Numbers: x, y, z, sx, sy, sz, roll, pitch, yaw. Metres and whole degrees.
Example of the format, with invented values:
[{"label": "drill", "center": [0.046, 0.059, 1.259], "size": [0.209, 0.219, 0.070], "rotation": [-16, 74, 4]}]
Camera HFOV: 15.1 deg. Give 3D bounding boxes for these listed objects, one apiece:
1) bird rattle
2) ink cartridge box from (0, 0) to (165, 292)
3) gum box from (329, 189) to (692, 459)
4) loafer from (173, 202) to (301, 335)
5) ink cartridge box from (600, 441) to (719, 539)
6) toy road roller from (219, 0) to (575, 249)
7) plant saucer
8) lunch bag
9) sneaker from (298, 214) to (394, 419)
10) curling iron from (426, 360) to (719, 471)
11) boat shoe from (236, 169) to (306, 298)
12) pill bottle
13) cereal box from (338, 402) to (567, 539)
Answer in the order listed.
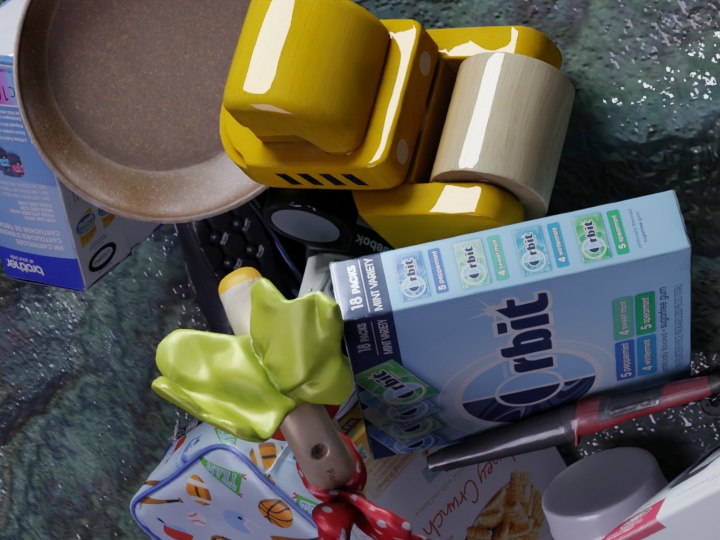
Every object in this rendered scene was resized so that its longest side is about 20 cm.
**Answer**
[{"label": "bird rattle", "center": [-0.027, 0.079, 1.551], "size": [0.112, 0.163, 0.200], "rotation": [-33, 123, 7]}, {"label": "ink cartridge box", "center": [-0.178, -0.081, 1.745], "size": [0.076, 0.136, 0.201], "rotation": [9, 126, 35]}, {"label": "gum box", "center": [0.091, 0.034, 1.577], "size": [0.199, 0.045, 0.170], "rotation": [-13, 149, 0]}, {"label": "loafer", "center": [-0.075, 0.012, 1.799], "size": [0.070, 0.068, 0.201], "rotation": [53, 167, 54]}, {"label": "ink cartridge box", "center": [0.240, 0.130, 1.546], "size": [0.084, 0.200, 0.145], "rotation": [56, 136, 1]}, {"label": "toy road roller", "center": [0.009, -0.094, 1.564], "size": [0.199, 0.123, 0.146], "rotation": [2, 155, 30]}, {"label": "plant saucer", "center": [-0.116, -0.130, 1.657], "size": [0.201, 0.200, 0.037], "rotation": [65, 170, -20]}, {"label": "lunch bag", "center": [-0.053, 0.174, 1.823], "size": [0.200, 0.076, 0.160], "rotation": [43, 139, -10]}, {"label": "sneaker", "center": [0.000, 0.000, 1.656], "size": [0.074, 0.089, 0.201], "rotation": [12, 93, -3]}, {"label": "curling iron", "center": [0.136, 0.093, 1.620], "size": [0.199, 0.026, 0.050], "rotation": [-17, 152, 8]}, {"label": "boat shoe", "center": [-0.021, 0.005, 1.741], "size": [0.084, 0.069, 0.200], "rotation": [-28, 103, 45]}, {"label": "pill bottle", "center": [0.185, 0.215, 1.717], "size": [0.109, 0.109, 0.201], "rotation": [-6, 118, 39]}, {"label": "cereal box", "center": [0.068, 0.150, 1.719], "size": [0.039, 0.144, 0.200], "rotation": [0, 127, 54]}]
